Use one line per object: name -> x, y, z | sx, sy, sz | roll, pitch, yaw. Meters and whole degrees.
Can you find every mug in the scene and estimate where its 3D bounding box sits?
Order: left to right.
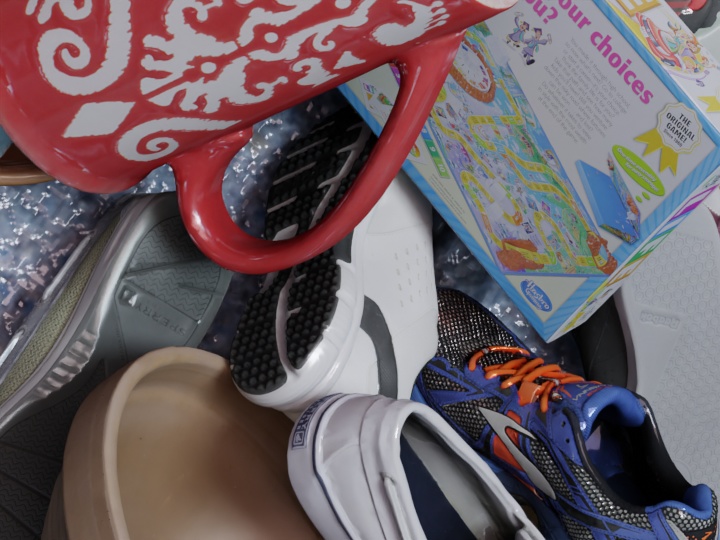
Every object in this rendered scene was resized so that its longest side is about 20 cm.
mug -> -0.031, -0.109, 0.897 | 0.178, 0.200, 0.134 | 50, 36, -31

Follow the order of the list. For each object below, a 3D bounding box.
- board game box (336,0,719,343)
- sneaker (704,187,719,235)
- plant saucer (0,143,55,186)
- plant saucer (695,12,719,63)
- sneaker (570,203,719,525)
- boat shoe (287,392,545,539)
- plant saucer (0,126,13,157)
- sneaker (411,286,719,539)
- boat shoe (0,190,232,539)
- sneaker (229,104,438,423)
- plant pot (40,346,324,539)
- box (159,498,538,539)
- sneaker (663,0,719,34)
board game box -> 0.060, -0.088, 0.933 | 0.034, 0.134, 0.200 | -25, 73, -47
sneaker -> 0.188, -0.049, 1.059 | 0.075, 0.090, 0.201 | 11, 77, -15
plant saucer -> -0.163, -0.134, 0.996 | 0.199, 0.037, 0.201 | 3, 80, -17
plant saucer -> 0.122, -0.121, 1.011 | 0.199, 0.050, 0.201 | -7, 45, 7
sneaker -> 0.126, 0.040, 1.041 | 0.070, 0.099, 0.201 | -15, 116, -16
boat shoe -> 0.047, 0.130, 0.912 | 0.200, 0.065, 0.074 | 50, 54, -28
plant saucer -> -0.228, -0.111, 0.933 | 0.200, 0.039, 0.202 | 3, 80, -17
sneaker -> 0.090, 0.070, 0.974 | 0.075, 0.079, 0.200 | -18, 51, -38
boat shoe -> -0.128, 0.054, 0.967 | 0.074, 0.065, 0.202 | 35, 77, -30
sneaker -> 0.000, 0.000, 0.990 | 0.080, 0.074, 0.200 | 45, 43, -29
plant pot -> -0.067, 0.139, 0.904 | 0.093, 0.201, 0.201 | -31, 91, 22
box -> -0.005, 0.132, 1.005 | 0.200, 0.021, 0.164 | 41, 73, -7
sneaker -> 0.107, -0.187, 0.915 | 0.098, 0.071, 0.201 | -4, 101, -31
